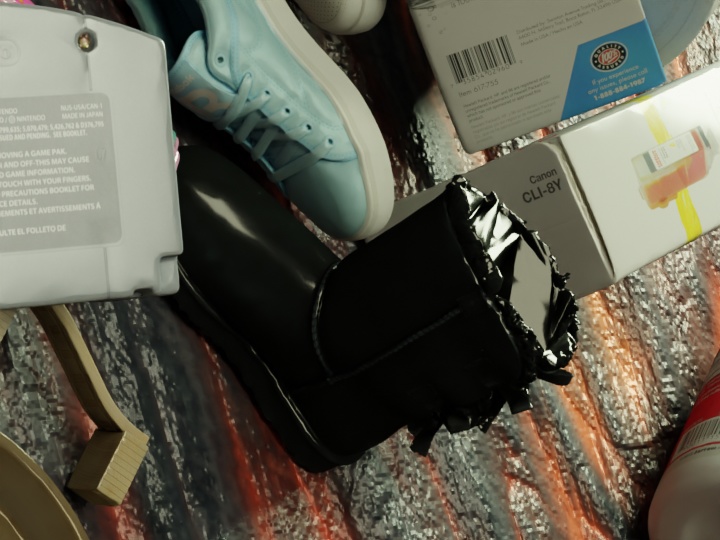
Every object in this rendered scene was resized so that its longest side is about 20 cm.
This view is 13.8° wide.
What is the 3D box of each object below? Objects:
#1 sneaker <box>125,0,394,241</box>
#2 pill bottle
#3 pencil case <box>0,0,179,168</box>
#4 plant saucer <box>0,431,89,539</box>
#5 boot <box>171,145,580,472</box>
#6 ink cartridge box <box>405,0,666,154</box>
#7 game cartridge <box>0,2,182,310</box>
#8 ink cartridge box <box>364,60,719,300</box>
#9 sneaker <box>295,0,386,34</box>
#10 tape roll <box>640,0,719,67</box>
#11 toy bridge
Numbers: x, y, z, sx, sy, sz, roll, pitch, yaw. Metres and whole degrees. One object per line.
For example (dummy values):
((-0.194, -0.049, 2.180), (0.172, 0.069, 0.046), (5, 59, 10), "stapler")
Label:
((-0.064, -0.091, 1.478), (0.082, 0.074, 0.200), (-34, 89, -42), "sneaker")
((0.242, 0.094, 1.684), (0.112, 0.112, 0.200), (50, 41, -17), "pill bottle")
((-0.171, -0.090, 1.338), (0.200, 0.087, 0.088), (45, 43, -25), "pencil case")
((-0.183, 0.151, 1.241), (0.200, 0.029, 0.201), (26, 52, -39), "plant saucer")
((-0.001, 0.000, 1.419), (0.199, 0.162, 0.073), (56, 38, -11), "boot")
((0.072, -0.176, 1.547), (0.068, 0.116, 0.201), (-101, 170, -65), "ink cartridge box")
((-0.171, -0.047, 1.269), (0.199, 0.040, 0.134), (-5, 94, -35), "game cartridge")
((0.117, -0.034, 1.585), (0.200, 0.145, 0.084), (-24, 91, -51), "ink cartridge box")
((-0.069, -0.204, 1.533), (0.115, 0.074, 0.201), (-20, 83, -44), "sneaker")
((0.129, -0.220, 1.652), (0.203, 0.202, 0.139), (54, 41, -13), "tape roll")
((-0.170, 0.026, 1.306), (0.200, 0.027, 0.067), (38, 67, -29), "toy bridge")
